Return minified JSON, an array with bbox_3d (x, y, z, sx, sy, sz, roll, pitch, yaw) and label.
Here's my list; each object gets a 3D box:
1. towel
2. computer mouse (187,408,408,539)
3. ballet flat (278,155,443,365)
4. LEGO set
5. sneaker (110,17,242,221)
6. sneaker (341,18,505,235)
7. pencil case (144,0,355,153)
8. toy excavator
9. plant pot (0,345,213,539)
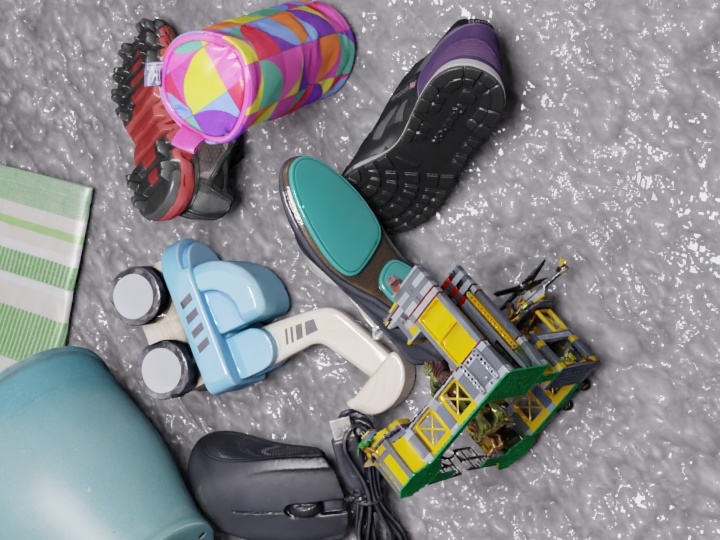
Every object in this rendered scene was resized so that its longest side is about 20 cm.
[{"bbox_3d":[-0.323,0.006,1.229,0.151,0.023,0.202,15,98,25],"label":"towel"},{"bbox_3d":[-0.067,0.178,1.067,0.198,0.053,0.140,-1,116,31],"label":"computer mouse"},{"bbox_3d":[0.000,0.000,1.009,0.200,0.073,0.073,44,113,-11],"label":"ballet flat"},{"bbox_3d":[0.069,0.066,0.939,0.116,0.199,0.154,49,125,25],"label":"LEGO set"},{"bbox_3d":[-0.150,-0.122,1.107,0.071,0.097,0.202,-39,52,36],"label":"sneaker"},{"bbox_3d":[0.047,-0.107,1.014,0.075,0.088,0.200,28,133,-19],"label":"sneaker"},{"bbox_3d":[-0.076,-0.151,0.994,0.088,0.200,0.089,9,111,23],"label":"pencil case"},{"bbox_3d":[-0.076,0.049,1.069,0.199,0.100,0.196,-26,82,17],"label":"toy excavator"},{"bbox_3d":[-0.227,0.199,1.081,0.188,0.199,0.201,39,109,23],"label":"plant pot"}]
